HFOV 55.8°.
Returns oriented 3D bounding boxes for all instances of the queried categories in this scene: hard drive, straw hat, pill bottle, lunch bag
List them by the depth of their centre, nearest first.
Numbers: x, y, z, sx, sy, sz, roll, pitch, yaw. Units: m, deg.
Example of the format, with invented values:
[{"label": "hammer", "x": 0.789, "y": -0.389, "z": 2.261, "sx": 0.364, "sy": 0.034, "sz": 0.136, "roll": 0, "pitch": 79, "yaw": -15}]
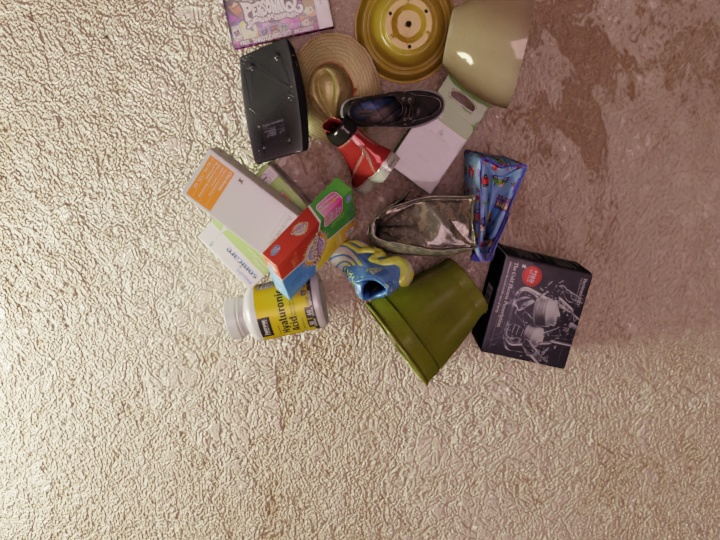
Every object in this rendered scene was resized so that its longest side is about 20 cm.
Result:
[{"label": "straw hat", "x": -0.057, "y": -0.331, "z": 1.257, "sx": 0.196, "sy": 0.085, "sz": 0.206, "roll": 2, "pitch": 109, "yaw": 6}, {"label": "hard drive", "x": -0.157, "y": -0.309, "z": 1.258, "sx": 0.133, "sy": 0.042, "sz": 0.205, "roll": -8, "pitch": 91, "yaw": 35}, {"label": "lunch bag", "x": 0.107, "y": -0.085, "z": 1.287, "sx": 0.195, "sy": 0.164, "sz": 0.121, "roll": -2, "pitch": 89, "yaw": -2}, {"label": "lunch bag", "x": 0.235, "y": -0.116, "z": 1.294, "sx": 0.092, "sy": 0.151, "sz": 0.205, "roll": 8, "pitch": 104, "yaw": -5}, {"label": "pill bottle", "x": -0.169, "y": 0.078, "z": 1.360, "sx": 0.195, "sy": 0.111, "sz": 0.114, "roll": -13, "pitch": 104, "yaw": 3}]

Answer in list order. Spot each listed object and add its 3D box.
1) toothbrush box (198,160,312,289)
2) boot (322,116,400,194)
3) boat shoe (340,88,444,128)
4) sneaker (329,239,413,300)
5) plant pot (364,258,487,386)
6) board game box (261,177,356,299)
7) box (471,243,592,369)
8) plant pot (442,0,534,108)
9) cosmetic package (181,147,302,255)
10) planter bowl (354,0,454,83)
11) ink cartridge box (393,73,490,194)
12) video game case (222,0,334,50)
[{"label": "toothbrush box", "x": -0.194, "y": -0.090, "z": 1.330, "sx": 0.146, "sy": 0.086, "sz": 0.200, "roll": 44, "pitch": 99, "yaw": -8}, {"label": "boot", "x": -0.015, "y": -0.217, "z": 1.249, "sx": 0.143, "sy": 0.200, "sz": 0.073, "roll": 38, "pitch": 79, "yaw": -7}, {"label": "boat shoe", "x": 0.063, "y": -0.291, "z": 1.221, "sx": 0.195, "sy": 0.066, "sz": 0.072, "roll": -3, "pitch": 104, "yaw": -11}, {"label": "sneaker", "x": 0.000, "y": 0.000, "z": 1.305, "sx": 0.197, "sy": 0.105, "sz": 0.077, "roll": 11, "pitch": 124, "yaw": 35}, {"label": "plant pot", "x": 0.141, "y": 0.084, "z": 1.338, "sx": 0.192, "sy": 0.200, "sz": 0.202, "roll": -39, "pitch": 102, "yaw": -4}, {"label": "board game box", "x": -0.090, "y": -0.057, "z": 1.267, "sx": 0.040, "sy": 0.154, "sz": 0.200, "roll": 37, "pitch": 73, "yaw": 18}, {"label": "box", "x": 0.341, "y": 0.070, "z": 1.368, "sx": 0.178, "sy": 0.104, "sz": 0.205, "roll": 11, "pitch": 104, "yaw": -5}, {"label": "plant pot", "x": 0.218, "y": -0.403, "z": 1.205, "sx": 0.131, "sy": 0.201, "sz": 0.205, "roll": 11, "pitch": 104, "yaw": 3}, {"label": "cosmetic package", "x": -0.214, "y": -0.124, "z": 1.244, "sx": 0.198, "sy": 0.071, "sz": 0.102, "roll": 36, "pitch": 101, "yaw": -5}, {"label": "planter bowl", "x": 0.086, "y": -0.448, "z": 1.245, "sx": 0.195, "sy": 0.084, "sz": 0.206, "roll": 0, "pitch": 104, "yaw": -1}, {"label": "ink cartridge box", "x": 0.147, "y": -0.261, "z": 1.305, "sx": 0.103, "sy": 0.059, "sz": 0.202, "roll": 33, "pitch": 101, "yaw": -8}, {"label": "video game case", "x": -0.160, "y": -0.520, "z": 1.248, "sx": 0.195, "sy": 0.036, "sz": 0.186, "roll": -11, "pitch": 103, "yaw": 2}]
